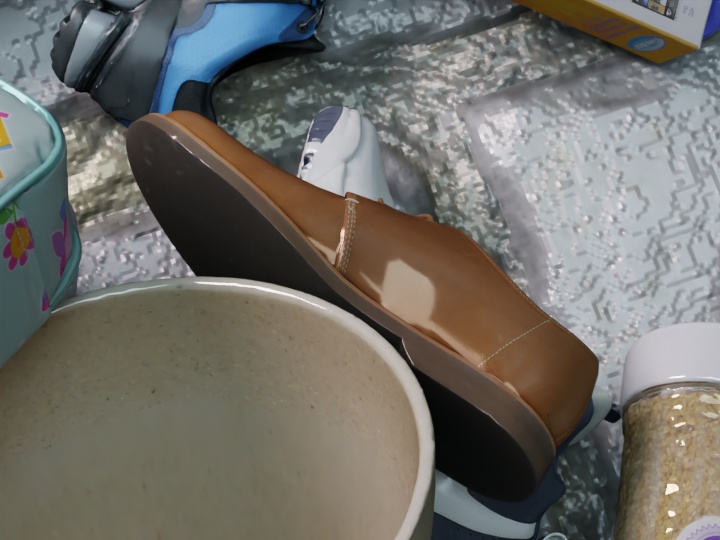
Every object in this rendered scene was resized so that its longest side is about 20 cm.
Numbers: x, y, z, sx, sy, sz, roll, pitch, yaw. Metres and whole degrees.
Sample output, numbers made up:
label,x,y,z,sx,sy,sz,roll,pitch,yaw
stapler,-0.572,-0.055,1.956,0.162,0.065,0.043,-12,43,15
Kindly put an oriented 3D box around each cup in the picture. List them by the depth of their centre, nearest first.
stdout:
label,x,y,z,sx,sy,sz,roll,pitch,yaw
cup,-0.066,0.120,0.712,0.200,0.144,0.201,-6,39,5

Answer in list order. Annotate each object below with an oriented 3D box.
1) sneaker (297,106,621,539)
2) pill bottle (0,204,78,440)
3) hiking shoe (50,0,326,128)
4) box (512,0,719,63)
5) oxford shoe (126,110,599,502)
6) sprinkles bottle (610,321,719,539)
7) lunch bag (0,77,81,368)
label,x,y,z,sx,sy,sz,roll,pitch,yaw
sneaker,0.039,0.032,0.820,0.129,0.080,0.200,-2,73,-6
pill bottle,-0.220,0.009,0.805,0.199,0.114,0.114,10,78,3
hiking shoe,-0.038,-0.133,0.865,0.087,0.074,0.200,43,88,-5
box,0.084,-0.170,0.847,0.199,0.041,0.119,19,79,-18
oxford shoe,0.000,0.000,0.762,0.200,0.071,0.071,38,59,6
sprinkles bottle,0.124,0.120,0.755,0.068,0.068,0.201,8,61,2
lunch bag,-0.202,-0.002,0.696,0.160,0.077,0.200,26,56,24
